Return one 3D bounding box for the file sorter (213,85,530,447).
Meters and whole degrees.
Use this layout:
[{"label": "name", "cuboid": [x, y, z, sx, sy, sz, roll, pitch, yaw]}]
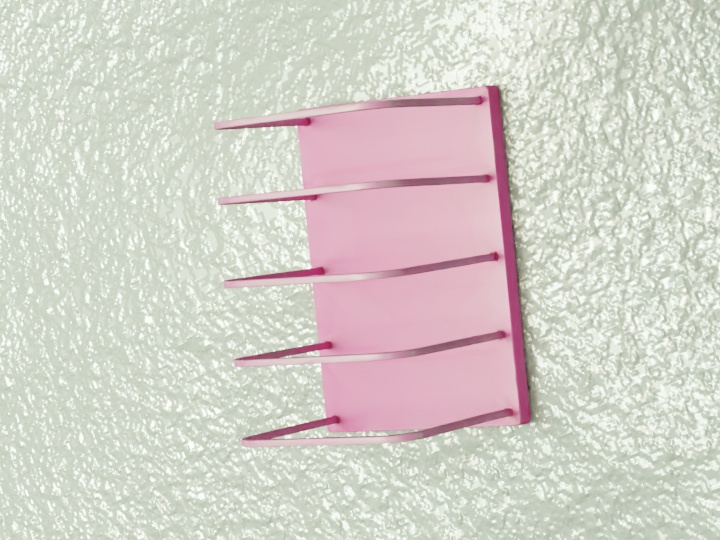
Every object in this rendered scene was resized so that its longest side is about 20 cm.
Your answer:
[{"label": "file sorter", "cuboid": [0.000, 0.000, 1.442, 0.139, 0.125, 0.201, -5, 92, 34]}]
